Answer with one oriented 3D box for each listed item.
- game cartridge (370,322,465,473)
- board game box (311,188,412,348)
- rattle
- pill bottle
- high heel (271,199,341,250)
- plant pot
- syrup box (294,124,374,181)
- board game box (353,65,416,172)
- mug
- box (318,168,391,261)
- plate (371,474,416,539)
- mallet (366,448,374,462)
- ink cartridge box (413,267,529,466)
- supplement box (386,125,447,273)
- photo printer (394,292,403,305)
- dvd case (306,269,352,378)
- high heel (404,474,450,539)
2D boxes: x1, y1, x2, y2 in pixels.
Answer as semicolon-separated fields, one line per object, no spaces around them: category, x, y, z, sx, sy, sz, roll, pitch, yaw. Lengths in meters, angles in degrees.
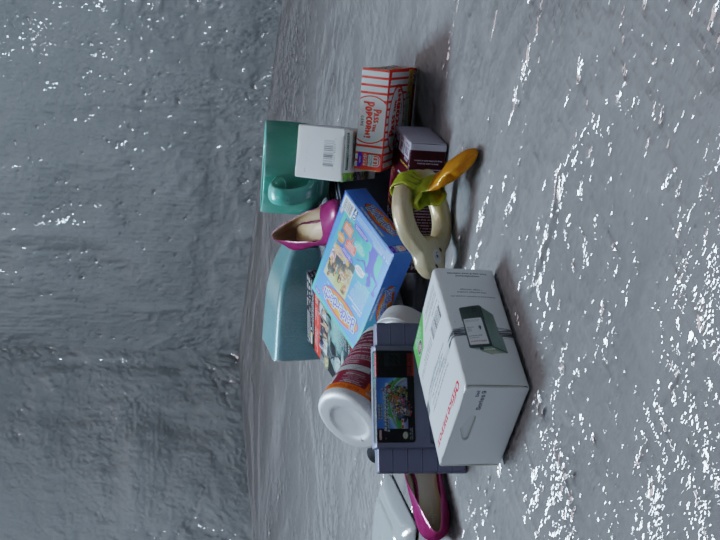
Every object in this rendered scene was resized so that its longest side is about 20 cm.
game cartridge;0.077;0.173;1.533;0.038;0.127;0.204;140;131;-71
board game box;0.000;0.000;1.747;0.153;0.044;0.202;53;137;35
rattle;0.129;-0.051;1.563;0.130;0.140;0.204;-5;-99;-71
pill bottle;0.029;0.149;1.633;0.201;0.108;0.110;-54;-12;-39
high heel;-0.086;-0.071;1.854;0.200;0.094;0.069;128;141;-69
plant pot;-0.080;0.045;2.109;0.196;0.192;0.204;-141;50;-75
syrup box;-0.034;-0.185;1.770;0.200;0.080;0.080;-20;-64;-73
board game box;0.040;-0.243;1.776;0.200;0.045;0.155;-38;-46;-71
mug;-0.109;-0.158;1.897;0.153;0.112;0.188;106;166;-60
box;0.003;-0.069;1.939;0.200;0.121;0.202;104;162;-47
plate;0.048;0.468;1.856;0.200;0.032;0.204;-129;42;-71
mallet;0.039;0.228;1.937;0.066;0.040;0.204;138;136;-75
ink cartridge box;0.131;0.119;1.392;0.202;0.082;0.148;-101;18;-46
supplement box;0.081;-0.109;1.727;0.109;0.060;0.204;-119;33;-67
photo printer;0.035;0.127;1.858;0.202;0.068;0.168;-105;20;-45
dvd case;-0.046;0.111;1.903;0.200;0.022;0.148;-128;32;-50
high heel;0.086;0.281;1.599;0.096;0.066;0.204;100;164;-75
